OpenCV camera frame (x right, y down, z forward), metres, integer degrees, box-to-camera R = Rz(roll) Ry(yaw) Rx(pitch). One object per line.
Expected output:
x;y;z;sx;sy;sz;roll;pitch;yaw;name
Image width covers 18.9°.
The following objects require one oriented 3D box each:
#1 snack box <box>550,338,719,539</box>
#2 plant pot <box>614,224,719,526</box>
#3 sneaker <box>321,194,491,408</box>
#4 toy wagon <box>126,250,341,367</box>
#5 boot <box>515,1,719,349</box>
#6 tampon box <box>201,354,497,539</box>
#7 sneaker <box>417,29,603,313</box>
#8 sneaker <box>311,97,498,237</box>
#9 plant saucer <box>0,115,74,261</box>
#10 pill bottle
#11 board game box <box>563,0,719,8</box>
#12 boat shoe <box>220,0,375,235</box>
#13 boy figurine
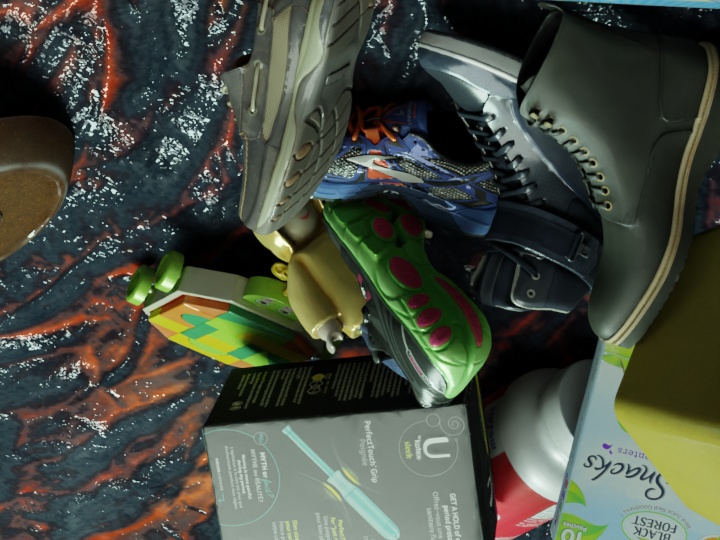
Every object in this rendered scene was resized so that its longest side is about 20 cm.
0.234;0.123;1.617;0.142;0.201;0.053;14;-170;1;snack box
0.281;0.073;1.376;0.176;0.201;0.200;4;149;38;plant pot
0.020;0.017;1.492;0.076;0.200;0.084;1;129;-27;sneaker
-0.092;0.033;1.692;0.155;0.040;0.200;24;162;-19;toy wagon
0.144;-0.062;1.370;0.138;0.201;0.077;16;-177;-18;boot
-0.003;0.154;1.651;0.199;0.126;0.151;-5;108;9;tampon box
0.094;-0.056;1.419;0.202;0.147;0.077;32;176;-25;sneaker
0.019;-0.090;1.486;0.199;0.076;0.079;12;134;-8;sneaker
-0.292;-0.040;1.576;0.200;0.035;0.200;-28;163;-9;plant saucer
0.137;0.146;1.747;0.112;0.113;0.200;27;144;-20;pill bottle
0.150;-0.213;1.271;0.199;0.034;0.135;5;146;13;board game box
-0.048;-0.120;1.415;0.073;0.074;0.201;28;117;20;boat shoe
0.000;0.000;1.582;0.200;0.124;0.064;43;156;10;boy figurine
